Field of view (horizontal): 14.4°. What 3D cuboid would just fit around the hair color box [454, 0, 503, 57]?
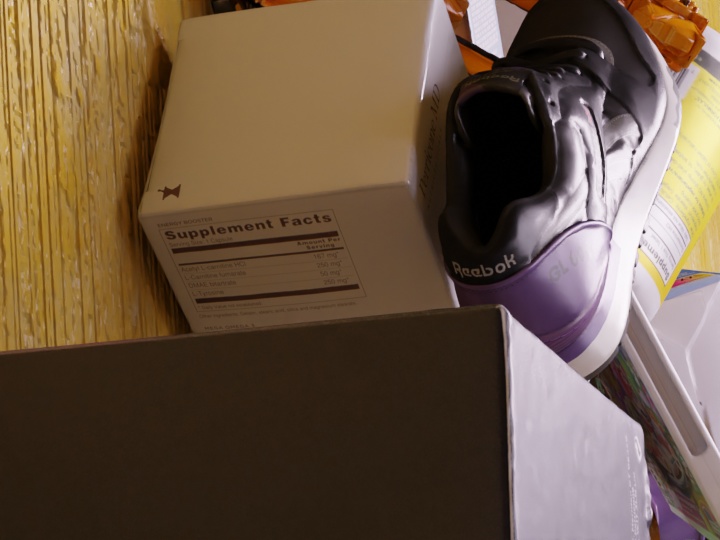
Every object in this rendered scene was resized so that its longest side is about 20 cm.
[{"bbox_3d":[0.016,-0.062,1.280,0.061,0.098,0.201,-42,124,-70],"label":"hair color box"}]

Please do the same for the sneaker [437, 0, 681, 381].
[{"bbox_3d":[0.072,-0.055,1.073,0.201,0.075,0.088,-80,151,-44],"label":"sneaker"}]

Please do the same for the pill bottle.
[{"bbox_3d":[0.132,-0.037,1.554,0.201,0.112,0.113,-58,149,-20],"label":"pill bottle"}]

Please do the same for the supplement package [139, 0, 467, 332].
[{"bbox_3d":[0.000,0.000,1.153,0.201,0.109,0.114,67,23,-45],"label":"supplement package"}]

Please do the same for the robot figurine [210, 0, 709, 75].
[{"bbox_3d":[0.038,-0.112,1.195,0.146,0.199,0.058,-61,-168,10],"label":"robot figurine"}]

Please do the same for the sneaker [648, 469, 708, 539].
[{"bbox_3d":[0.147,0.139,1.556,0.200,0.087,0.076,177,-106,-81],"label":"sneaker"}]

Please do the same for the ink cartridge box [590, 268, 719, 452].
[{"bbox_3d":[0.168,0.072,1.688,0.200,0.076,0.137,-168,-116,-78],"label":"ink cartridge box"}]

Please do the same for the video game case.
[{"bbox_3d":[0.124,0.037,1.356,0.201,0.018,0.143,62,-3,-7],"label":"video game case"}]

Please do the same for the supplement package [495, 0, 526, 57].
[{"bbox_3d":[0.077,-0.156,1.505,0.200,0.113,0.110,-75,152,-50],"label":"supplement package"}]

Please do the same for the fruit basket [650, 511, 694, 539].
[{"bbox_3d":[0.092,0.123,1.347,0.201,0.093,0.185,66,20,-7],"label":"fruit basket"}]

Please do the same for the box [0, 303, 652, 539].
[{"bbox_3d":[-0.021,0.093,0.909,0.198,0.199,0.124,36,50,-69],"label":"box"}]
